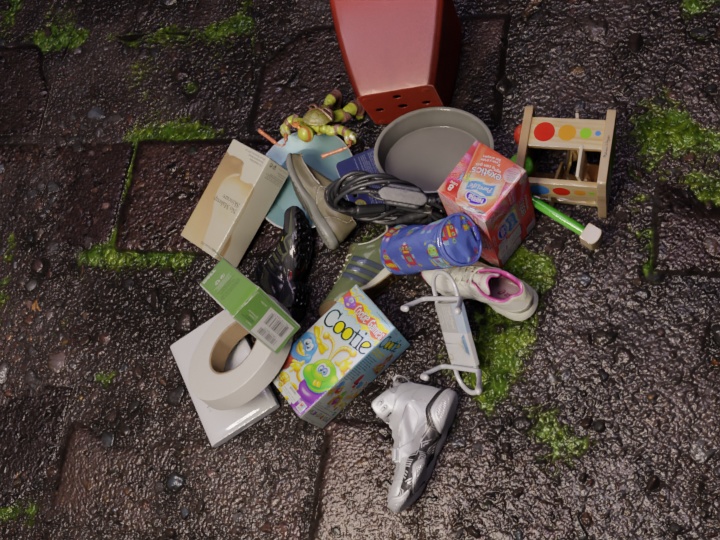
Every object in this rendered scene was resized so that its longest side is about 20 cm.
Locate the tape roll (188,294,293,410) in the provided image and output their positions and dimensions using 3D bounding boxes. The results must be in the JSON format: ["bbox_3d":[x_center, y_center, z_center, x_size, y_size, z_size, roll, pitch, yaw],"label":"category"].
[{"bbox_3d":[-0.195,0.129,1.266,0.201,0.037,0.204,-27,39,24],"label":"tape roll"}]

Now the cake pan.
[{"bbox_3d":[0.122,-0.191,1.295,0.198,0.037,0.202,-5,52,6],"label":"cake pan"}]

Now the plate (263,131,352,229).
[{"bbox_3d":[-0.100,-0.163,1.424,0.198,0.026,0.203,-6,70,17],"label":"plate"}]

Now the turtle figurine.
[{"bbox_3d":[-0.075,-0.271,1.396,0.198,0.065,0.161,12,40,31],"label":"turtle figurine"}]

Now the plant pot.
[{"bbox_3d":[0.071,-0.367,1.359,0.198,0.200,0.179,-6,78,16],"label":"plant pot"}]

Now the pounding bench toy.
[{"bbox_3d":[0.309,-0.137,1.225,0.154,0.124,0.202,7,73,20],"label":"pounding bench toy"}]

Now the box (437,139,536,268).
[{"bbox_3d":[0.198,-0.096,1.204,0.094,0.200,0.103,37,85,25],"label":"box"}]

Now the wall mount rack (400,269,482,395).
[{"bbox_3d":[0.136,0.104,1.157,0.074,0.173,0.202,-20,97,-27],"label":"wall mount rack"}]

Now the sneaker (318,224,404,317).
[{"bbox_3d":[0.000,0.000,1.310,0.199,0.067,0.090,-35,66,-4],"label":"sneaker"}]

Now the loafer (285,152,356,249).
[{"bbox_3d":[-0.068,-0.128,1.356,0.069,0.075,0.201,-27,67,-7],"label":"loafer"}]

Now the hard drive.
[{"bbox_3d":[-0.235,0.181,1.343,0.131,0.025,0.201,-32,65,4],"label":"hard drive"}]

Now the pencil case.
[{"bbox_3d":[0.105,-0.039,1.184,0.086,0.199,0.079,-28,99,-25],"label":"pencil case"}]

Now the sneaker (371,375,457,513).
[{"bbox_3d":[0.063,0.258,1.193,0.114,0.075,0.201,20,73,24],"label":"sneaker"}]

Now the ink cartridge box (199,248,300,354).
[{"bbox_3d":[-0.184,0.045,1.218,0.059,0.104,0.200,-48,36,-7],"label":"ink cartridge box"}]

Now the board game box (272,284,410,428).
[{"bbox_3d":[-0.035,0.139,1.250,0.200,0.105,0.103,-43,63,-1],"label":"board game box"}]

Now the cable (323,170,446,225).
[{"bbox_3d":[0.041,-0.109,1.244,0.197,0.163,0.051,8,80,7],"label":"cable"}]

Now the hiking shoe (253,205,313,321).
[{"bbox_3d":[-0.142,-0.014,1.349,0.100,0.076,0.203,1,80,22],"label":"hiking shoe"}]

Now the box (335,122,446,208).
[{"bbox_3d":[0.066,-0.169,1.355,0.198,0.032,0.122,-21,66,-1],"label":"box"}]

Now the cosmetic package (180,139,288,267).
[{"bbox_3d":[-0.226,-0.120,1.403,0.105,0.071,0.201,28,90,32],"label":"cosmetic package"}]

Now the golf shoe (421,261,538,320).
[{"bbox_3d":[0.183,0.013,1.232,0.198,0.092,0.076,18,78,24],"label":"golf shoe"}]
